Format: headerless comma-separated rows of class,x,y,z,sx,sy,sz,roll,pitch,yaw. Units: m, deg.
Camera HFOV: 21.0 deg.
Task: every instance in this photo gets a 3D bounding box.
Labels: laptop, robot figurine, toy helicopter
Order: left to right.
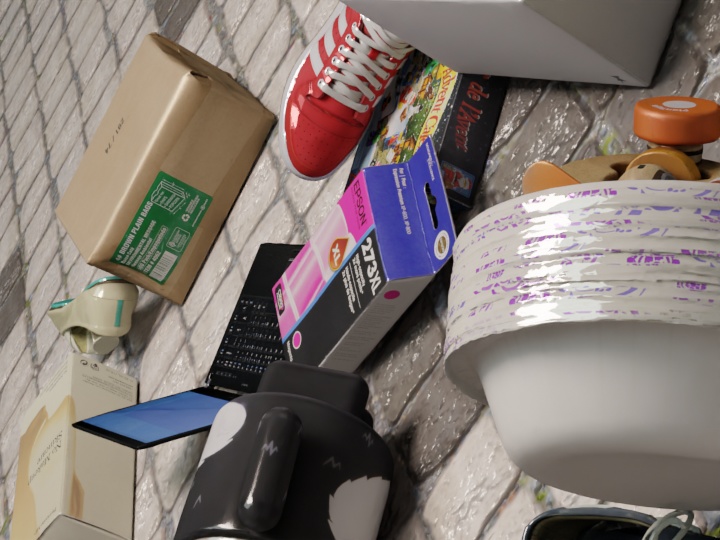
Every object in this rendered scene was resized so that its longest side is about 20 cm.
laptop,-0.118,0.054,1.506,0.177,0.103,0.200,5,71,65
robot figurine,-0.047,0.157,1.222,0.125,0.150,0.200,-17,44,42
toy helicopter,0.171,-0.026,0.960,0.200,0.132,0.079,24,119,51

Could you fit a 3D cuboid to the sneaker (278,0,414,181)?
sneaker,0.010,-0.154,1.381,0.200,0.071,0.112,-64,19,-3

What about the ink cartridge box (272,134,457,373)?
ink cartridge box,0.000,0.000,1.342,0.200,0.037,0.095,-49,43,44

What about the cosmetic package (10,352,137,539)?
cosmetic package,-0.251,0.181,1.703,0.105,0.071,0.200,-51,27,29

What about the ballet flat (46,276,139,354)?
ballet flat,-0.254,0.050,1.847,0.070,0.069,0.200,-71,14,-13

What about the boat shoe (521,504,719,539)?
boat shoe,0.143,0.147,0.909,0.075,0.062,0.200,-64,23,-2

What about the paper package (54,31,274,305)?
paper package,-0.182,-0.097,1.795,0.200,0.103,0.191,-61,23,7

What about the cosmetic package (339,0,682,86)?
cosmetic package,0.114,-0.234,1.231,0.199,0.123,0.200,12,79,55

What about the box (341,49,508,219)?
box,0.055,-0.129,1.400,0.137,0.038,0.200,-18,51,60

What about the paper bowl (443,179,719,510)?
paper bowl,0.135,0.042,0.851,0.201,0.200,0.105,-22,56,58
